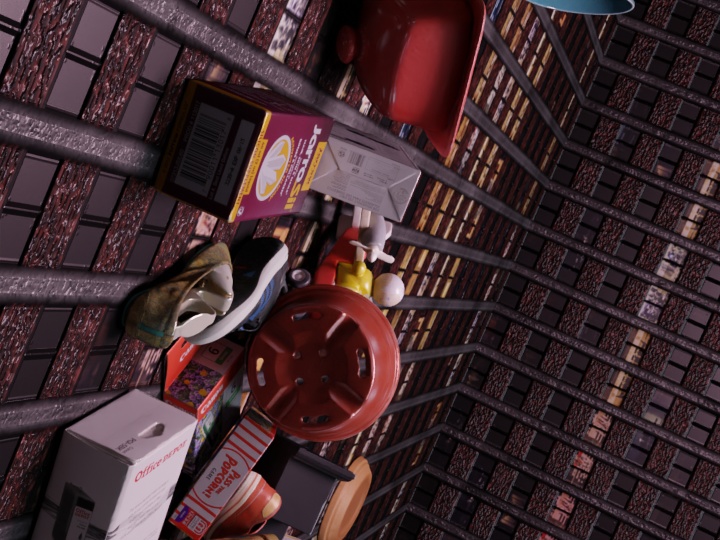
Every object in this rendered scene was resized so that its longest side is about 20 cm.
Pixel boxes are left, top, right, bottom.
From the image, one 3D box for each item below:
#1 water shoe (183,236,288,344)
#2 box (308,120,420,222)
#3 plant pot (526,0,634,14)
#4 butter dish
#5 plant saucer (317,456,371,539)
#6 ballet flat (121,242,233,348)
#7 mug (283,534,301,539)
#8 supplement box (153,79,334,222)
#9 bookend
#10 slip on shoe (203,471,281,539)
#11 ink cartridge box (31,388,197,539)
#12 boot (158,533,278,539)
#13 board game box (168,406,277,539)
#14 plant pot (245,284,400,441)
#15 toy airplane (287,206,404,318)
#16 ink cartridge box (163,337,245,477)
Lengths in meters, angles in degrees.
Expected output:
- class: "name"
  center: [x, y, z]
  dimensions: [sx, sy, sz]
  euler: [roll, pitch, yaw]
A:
- class: "water shoe"
  center: [-0.129, 0.040, 1.422]
  dimensions: [0.200, 0.071, 0.079]
  euler: [-51, 140, -49]
- class: "box"
  center: [-0.004, -0.119, 1.434]
  dimensions: [0.200, 0.116, 0.060]
  euler: [-109, -140, -75]
- class: "plant pot"
  center: [0.378, -0.552, 2.156]
  dimensions: [0.200, 0.199, 0.190]
  euler: [6, 93, -75]
- class: "butter dish"
  center: [0.043, -0.261, 1.479]
  dimensions: [0.200, 0.147, 0.201]
  euler: [-113, -151, -50]
- class: "plant saucer"
  center: [-0.027, 0.488, 2.660]
  dimensions: [0.201, 0.037, 0.201]
  euler: [-59, 165, -26]
- class: "ballet flat"
  center: [-0.169, 0.028, 1.305]
  dimensions: [0.200, 0.070, 0.071]
  euler: [-40, 151, -61]
- class: "mug"
  center: [-0.158, 0.501, 2.063]
  dimensions: [0.149, 0.186, 0.154]
  euler: [22, 83, -44]
- class: "supplement box"
  center: [-0.109, -0.117, 1.244]
  dimensions: [0.111, 0.085, 0.200]
  euler: [-69, 166, 11]
- class: "bookend"
  center: [-0.119, 0.332, 1.743]
  dimensions: [0.200, 0.092, 0.200]
  euler: [-65, -160, -8]
- class: "slip on shoe"
  center: [-0.154, 0.316, 1.637]
  dimensions: [0.074, 0.061, 0.200]
  euler: [-55, -176, -34]
- class: "ink cartridge box"
  center: [-0.257, 0.239, 1.291]
  dimensions: [0.201, 0.082, 0.147]
  euler: [-70, 166, 17]
- class: "boot"
  center: [-0.221, 0.363, 1.567]
  dimensions: [0.199, 0.067, 0.175]
  euler: [6, 148, -41]
- class: "board game box"
  center: [-0.165, 0.244, 1.563]
  dimensions: [0.152, 0.046, 0.200]
  euler: [-53, -179, -3]
- class: "plant pot"
  center: [-0.051, 0.114, 1.534]
  dimensions: [0.195, 0.200, 0.202]
  euler: [56, 59, -87]
- class: "toy airplane"
  center: [0.000, 0.000, 1.730]
  dimensions: [0.200, 0.140, 0.200]
  euler: [-67, 166, 5]
- class: "ink cartridge box"
  center: [-0.180, 0.137, 1.472]
  dimensions: [0.109, 0.050, 0.201]
  euler: [-53, 162, -41]
